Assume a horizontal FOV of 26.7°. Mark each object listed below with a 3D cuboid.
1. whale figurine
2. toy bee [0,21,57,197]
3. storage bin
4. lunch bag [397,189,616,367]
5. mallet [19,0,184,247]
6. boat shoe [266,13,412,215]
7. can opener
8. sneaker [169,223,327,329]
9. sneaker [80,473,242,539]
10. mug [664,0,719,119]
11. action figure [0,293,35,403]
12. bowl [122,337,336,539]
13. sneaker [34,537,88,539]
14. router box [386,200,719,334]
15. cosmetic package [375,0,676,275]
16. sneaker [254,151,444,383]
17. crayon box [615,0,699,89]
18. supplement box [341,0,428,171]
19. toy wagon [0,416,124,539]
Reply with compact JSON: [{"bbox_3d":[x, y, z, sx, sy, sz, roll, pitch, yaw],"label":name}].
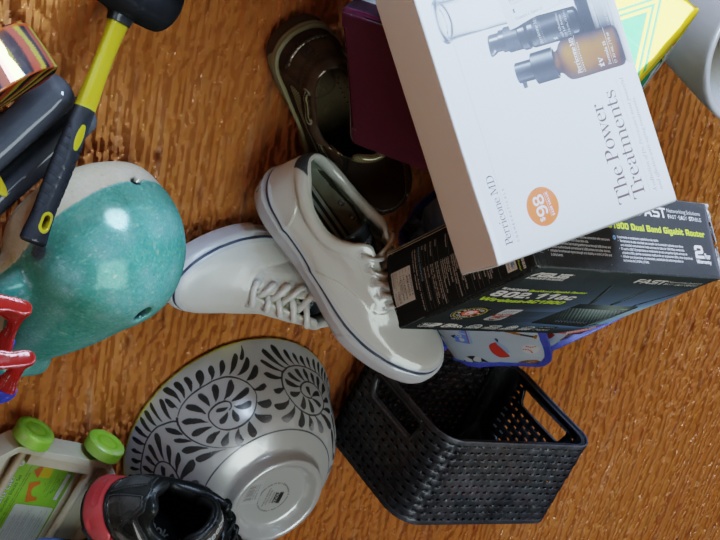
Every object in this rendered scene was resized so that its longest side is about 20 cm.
[{"bbox_3d":[-0.199,0.019,1.065,0.200,0.104,0.159,-51,159,25],"label":"whale figurine"},{"bbox_3d":[-0.267,-0.086,0.918,0.130,0.109,0.201,35,76,-11],"label":"toy bee"},{"bbox_3d":[0.089,0.150,1.365,0.199,0.135,0.094,9,118,-42],"label":"storage bin"},{"bbox_3d":[0.143,-0.012,1.294,0.198,0.124,0.171,-25,136,1],"label":"lunch bag"},{"bbox_3d":[-0.170,-0.110,0.993,0.066,0.041,0.202,15,92,-48],"label":"mallet"},{"bbox_3d":[-0.007,-0.099,1.141,0.075,0.075,0.203,-40,138,-2],"label":"boat shoe"},{"bbox_3d":[-0.255,-0.042,1.009,0.200,0.067,0.053,-42,138,0],"label":"can opener"},{"bbox_3d":[-0.057,0.009,1.182,0.198,0.071,0.074,-5,126,-34],"label":"sneaker"},{"bbox_3d":[-0.124,0.224,1.202,0.097,0.071,0.200,-23,126,42],"label":"sneaker"},{"bbox_3d":[0.297,-0.216,1.214,0.185,0.153,0.150,4,121,-39],"label":"mug"},{"bbox_3d":[-0.295,0.088,1.038,0.098,0.066,0.200,7,144,-24],"label":"action figure"},{"bbox_3d":[-0.091,0.165,1.280,0.199,0.094,0.202,-20,133,-23],"label":"bowl"},{"bbox_3d":[-0.205,0.260,1.235,0.199,0.082,0.074,-1,126,-56],"label":"sneaker"},{"bbox_3d":[0.142,-0.004,1.104,0.199,0.063,0.149,2,160,-38],"label":"router box"},{"bbox_3d":[0.104,-0.116,0.966,0.150,0.052,0.202,-19,92,-26],"label":"cosmetic package"},{"bbox_3d":[0.000,0.000,1.133,0.200,0.071,0.073,49,53,-9],"label":"sneaker"},{"bbox_3d":[0.153,-0.113,1.126,0.173,0.058,0.200,-48,174,-15],"label":"crayon box"},{"bbox_3d":[0.078,-0.172,1.082,0.200,0.085,0.111,-44,144,-38],"label":"supplement box"},{"bbox_3d":[-0.282,0.183,1.193,0.199,0.040,0.156,19,111,-43],"label":"toy wagon"}]
